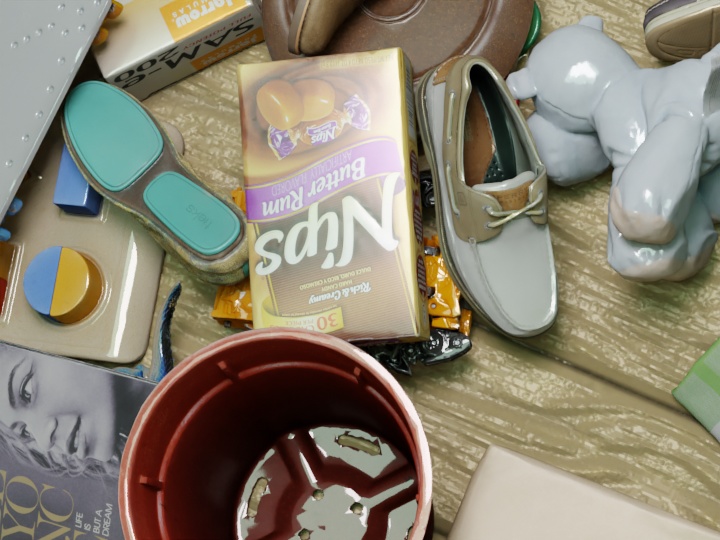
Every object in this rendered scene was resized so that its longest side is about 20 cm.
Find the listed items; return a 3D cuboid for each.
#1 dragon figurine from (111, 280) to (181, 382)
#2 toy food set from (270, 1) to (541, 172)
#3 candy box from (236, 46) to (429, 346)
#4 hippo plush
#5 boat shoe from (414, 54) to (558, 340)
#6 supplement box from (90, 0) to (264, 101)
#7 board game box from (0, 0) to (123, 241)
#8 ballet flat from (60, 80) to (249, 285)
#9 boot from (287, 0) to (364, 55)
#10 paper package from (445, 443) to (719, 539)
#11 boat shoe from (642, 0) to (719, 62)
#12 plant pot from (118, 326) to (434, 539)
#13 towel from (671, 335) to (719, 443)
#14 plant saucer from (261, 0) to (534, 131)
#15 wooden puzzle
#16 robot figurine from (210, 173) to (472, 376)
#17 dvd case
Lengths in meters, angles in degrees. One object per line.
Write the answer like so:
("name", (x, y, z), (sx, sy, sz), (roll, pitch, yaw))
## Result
("dragon figurine", (-0.142, 0.114, 1.513), (0.099, 0.059, 0.200), (28, 87, 14))
("toy food set", (0.031, -0.164, 1.556), (0.200, 0.049, 0.198), (-28, 73, 2))
("candy box", (-0.018, -0.047, 1.463), (0.117, 0.056, 0.200), (-5, 85, 10))
("hippo plush", (0.172, -0.094, 1.448), (0.161, 0.200, 0.159), (25, 49, 25))
("boat shoe", (0.090, -0.049, 1.448), (0.075, 0.068, 0.200), (-20, 90, -18))
("supplement box", (-0.164, -0.243, 1.598), (0.126, 0.074, 0.200), (-27, 73, 4))
("board game box", (-0.285, -0.143, 1.573), (0.200, 0.026, 0.200), (29, 93, 37))
("ballet flat", (-0.144, -0.057, 1.522), (0.071, 0.071, 0.200), (-46, 62, -3))
("boot", (0.022, -0.224, 1.480), (0.075, 0.074, 0.200), (34, 82, 6))
("paper package", (0.136, 0.242, 1.409), (0.191, 0.103, 0.200), (21, 82, 14))
("boat shoe", (0.292, -0.207, 1.511), (0.200, 0.072, 0.065), (-20, 62, 8))
("plant pot", (-0.036, 0.155, 1.413), (0.201, 0.195, 0.201), (-3, 76, 10))
("towel", (0.318, 0.101, 1.414), (0.200, 0.031, 0.149), (45, 116, 17))
("plant saucer", (0.023, -0.198, 1.524), (0.200, 0.034, 0.200), (-3, 77, 11))
("wooden puzzle", (-0.244, -0.034, 1.576), (0.200, 0.046, 0.185), (7, 77, 12))
("robot figurine", (0.000, 0.000, 1.516), (0.200, 0.058, 0.145), (7, 78, 13))
("dvd case", (-0.208, 0.136, 1.491), (0.200, 0.016, 0.149), (13, 98, 30))
